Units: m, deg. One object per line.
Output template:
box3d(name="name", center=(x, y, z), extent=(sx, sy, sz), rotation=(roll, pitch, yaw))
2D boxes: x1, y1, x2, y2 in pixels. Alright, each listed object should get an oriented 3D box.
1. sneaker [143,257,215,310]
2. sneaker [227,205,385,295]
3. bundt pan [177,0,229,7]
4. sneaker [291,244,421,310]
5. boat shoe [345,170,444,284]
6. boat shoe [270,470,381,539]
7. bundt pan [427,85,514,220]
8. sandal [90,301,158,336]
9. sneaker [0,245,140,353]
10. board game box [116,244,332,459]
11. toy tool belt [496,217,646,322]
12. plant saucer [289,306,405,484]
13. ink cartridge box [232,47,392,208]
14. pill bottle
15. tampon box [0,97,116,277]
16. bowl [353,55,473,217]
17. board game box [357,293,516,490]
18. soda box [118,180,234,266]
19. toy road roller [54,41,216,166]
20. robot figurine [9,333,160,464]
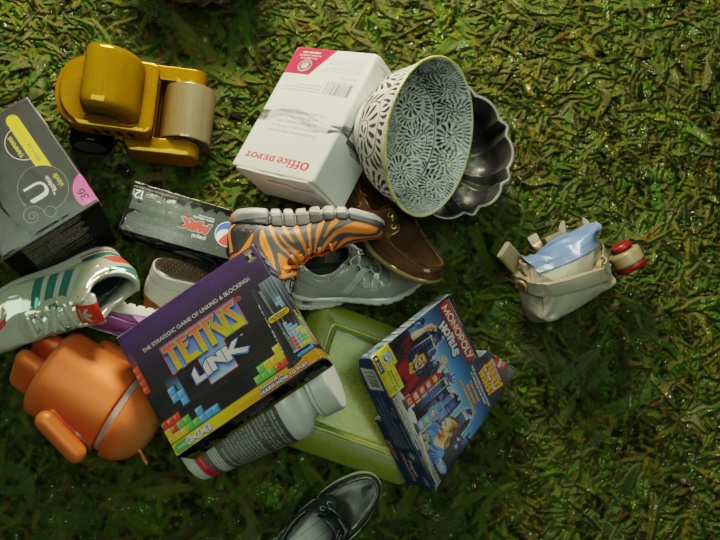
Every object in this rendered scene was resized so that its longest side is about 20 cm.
box3d(name="sneaker", center=(-0.187, 0.048, 1.151), extent=(0.200, 0.073, 0.085), rotation=(19, 117, -17))
box3d(name="sneaker", center=(-0.068, -0.018, 1.098), extent=(0.200, 0.078, 0.112), rotation=(-2, 77, 9))
box3d(name="bundt pan", center=(-0.223, -0.458, 1.222), extent=(0.201, 0.076, 0.202), rotation=(2, 78, -9))
box3d(name="sneaker", center=(0.000, 0.000, 1.163), extent=(0.200, 0.082, 0.075), rotation=(-12, 45, -12))
box3d(name="boat shoe", center=(0.039, -0.058, 1.141), extent=(0.072, 0.068, 0.200), rotation=(-10, 44, -40))
box3d(name="boat shoe", center=(-0.050, 0.327, 1.106), extent=(0.199, 0.066, 0.075), rotation=(-31, 88, -14))
box3d(name="bundt pan", center=(0.110, -0.160, 1.230), extent=(0.201, 0.076, 0.202), rotation=(2, 79, -9))
box3d(name="sandal", center=(-0.268, 0.084, 1.108), extent=(0.202, 0.083, 0.050), rotation=(12, 52, 6))
box3d(name="sneaker", center=(-0.352, 0.041, 1.029), extent=(0.200, 0.093, 0.070), rotation=(-32, 128, -29))
box3d(name="board game box", center=(-0.158, 0.094, 1.015), extent=(0.200, 0.057, 0.165), rotation=(-35, 71, 2))
box3d(name="toy tool belt", center=(0.293, -0.020, 1.214), extent=(0.200, 0.125, 0.123), rotation=(-29, 93, -15))
box3d(name="plant saucer", center=(0.001, 0.158, 1.161), extent=(0.200, 0.048, 0.200), rotation=(21, 76, -5))
box3d(name="ink cartridge box", center=(-0.057, -0.190, 1.169), extent=(0.145, 0.083, 0.200), rotation=(16, 73, 35))
box3d(name="pill bottle", center=(-0.124, 0.169, 1.074), extent=(0.200, 0.111, 0.111), rotation=(-24, 83, 6))
box3d(name="tampon box", center=(-0.397, -0.085, 1.058), extent=(0.126, 0.200, 0.150), rotation=(-35, 87, -15))
box3d(name="bowl", center=(0.053, -0.175, 1.116), extent=(0.094, 0.201, 0.201), rotation=(15, 72, 34))
box3d(name="board game box", center=(0.104, 0.140, 1.134), extent=(0.200, 0.062, 0.200), rotation=(-35, 109, -32))
box3d(name="soda box", center=(-0.211, -0.051, 1.156), extent=(0.200, 0.063, 0.071), rotation=(16, 77, -6))
box3d(name="toy road roller", center=(-0.290, -0.219, 1.133), extent=(0.200, 0.146, 0.123), rotation=(6, 78, -9))
box3d(name="robot figurine", center=(-0.326, 0.156, 1.066), extent=(0.200, 0.144, 0.117), rotation=(32, 93, -3))
